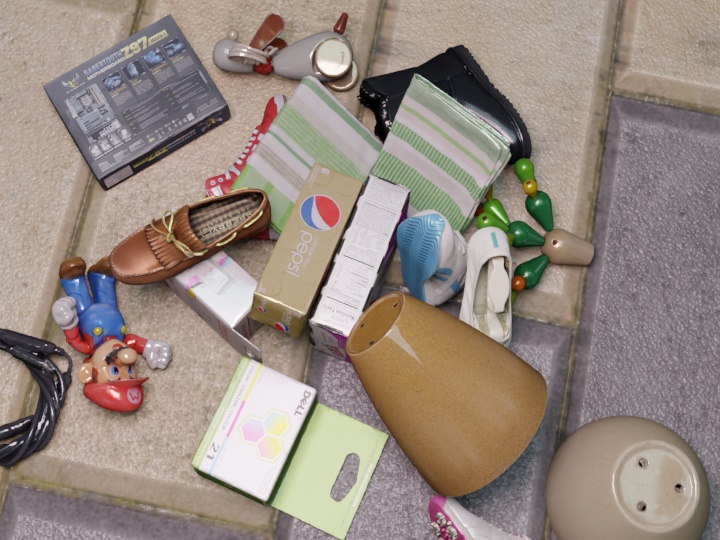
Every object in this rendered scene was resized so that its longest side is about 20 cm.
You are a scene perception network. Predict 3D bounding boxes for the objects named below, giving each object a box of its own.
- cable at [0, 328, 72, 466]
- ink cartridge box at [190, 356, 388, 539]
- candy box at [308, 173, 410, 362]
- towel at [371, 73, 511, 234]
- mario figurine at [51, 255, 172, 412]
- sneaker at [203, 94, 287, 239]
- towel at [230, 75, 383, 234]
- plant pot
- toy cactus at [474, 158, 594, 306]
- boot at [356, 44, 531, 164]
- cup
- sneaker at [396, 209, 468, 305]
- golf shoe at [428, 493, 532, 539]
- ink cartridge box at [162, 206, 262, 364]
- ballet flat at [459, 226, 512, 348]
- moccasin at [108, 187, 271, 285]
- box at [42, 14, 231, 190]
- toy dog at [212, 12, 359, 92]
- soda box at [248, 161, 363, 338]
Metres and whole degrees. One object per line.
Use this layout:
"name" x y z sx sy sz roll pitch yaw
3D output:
"cable" -0.462 0.149 1.403 0.198 0.051 0.165 15 79 0
"ink cartridge box" -0.081 0.214 1.374 0.198 0.076 0.149 23 74 7
"candy box" 0.000 0.000 1.408 0.060 0.137 0.202 21 75 5
"towel" 0.092 -0.127 1.423 0.152 0.201 0.023 37 49 10
"mario figurine" -0.303 0.074 1.395 0.122 0.106 0.202 -17 73 -8
"sneaker" -0.147 -0.137 1.478 0.111 0.071 0.202 1 70 1
"towel" -0.067 -0.131 1.451 0.149 0.031 0.201 41 62 -19
"plant pot" 0.081 0.125 1.309 0.200 0.186 0.187 43 75 -21
"toy cactus" 0.217 -0.035 1.461 0.163 0.102 0.202 14 70 -17
"boot" 0.106 -0.193 1.487 0.167 0.077 0.201 -26 69 -19
"cup" 0.328 0.261 1.338 0.198 0.143 0.203 1 74 -2
"sneaker" 0.096 -0.024 1.386 0.080 0.200 0.077 -30 69 -11
"golf shoe" 0.163 0.338 1.356 0.091 0.075 0.200 -35 79 -27
"ink cartridge box" -0.175 0.025 1.406 0.200 0.117 0.068 42 76 9
"ballet flat" 0.156 0.046 1.375 0.069 0.202 0.070 -2 30 1
"moccasin" -0.197 -0.042 1.323 0.199 0.078 0.074 -18 74 -8
"box" -0.295 -0.224 1.509 0.199 0.051 0.158 -32 77 -9
"toy dog" -0.088 -0.302 1.506 0.198 0.132 0.098 9 85 -18
"soda box" -0.064 -0.026 1.350 0.067 0.064 0.201 22 59 1
